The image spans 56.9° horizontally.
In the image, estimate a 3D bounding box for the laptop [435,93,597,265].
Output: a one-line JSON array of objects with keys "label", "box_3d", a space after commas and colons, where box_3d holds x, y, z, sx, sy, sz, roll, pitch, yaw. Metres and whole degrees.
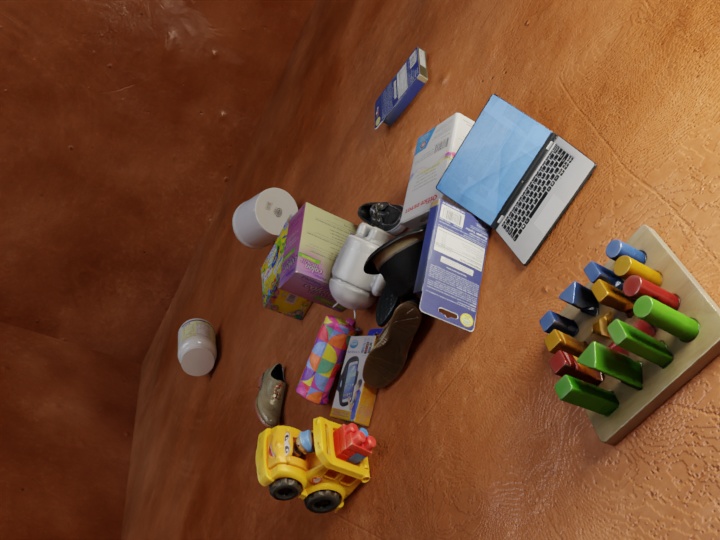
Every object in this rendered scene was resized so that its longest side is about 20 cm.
[{"label": "laptop", "box_3d": [0.242, -0.150, 1.077, 0.189, 0.115, 0.201, -59, 25, 21]}]

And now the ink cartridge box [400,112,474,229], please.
[{"label": "ink cartridge box", "box_3d": [0.163, -0.182, 1.308, 0.144, 0.084, 0.203, -21, 50, 59]}]

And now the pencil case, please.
[{"label": "pencil case", "box_3d": [-0.074, 0.201, 1.505, 0.203, 0.087, 0.088, -65, 24, 3]}]

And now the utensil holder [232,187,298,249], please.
[{"label": "utensil holder", "box_3d": [-0.317, -0.174, 2.227, 0.199, 0.168, 0.173, -16, 56, 57]}]

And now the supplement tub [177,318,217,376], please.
[{"label": "supplement tub", "box_3d": [-0.613, 0.288, 2.490, 0.146, 0.143, 0.201, -60, 25, 17]}]

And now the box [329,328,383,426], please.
[{"label": "box", "box_3d": [0.000, 0.215, 1.383, 0.119, 0.041, 0.203, -13, 61, 62]}]

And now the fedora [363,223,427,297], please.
[{"label": "fedora", "box_3d": [0.105, -0.009, 1.243, 0.200, 0.198, 0.093, -40, 66, 47]}]

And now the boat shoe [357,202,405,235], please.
[{"label": "boat shoe", "box_3d": [0.048, -0.130, 1.531, 0.071, 0.065, 0.200, -67, 24, 1]}]

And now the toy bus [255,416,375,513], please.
[{"label": "toy bus", "box_3d": [-0.071, 0.344, 1.249, 0.192, 0.198, 0.137, -44, 34, 29]}]

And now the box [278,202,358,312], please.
[{"label": "box", "box_3d": [-0.090, -0.031, 1.609, 0.097, 0.174, 0.203, -39, 38, 46]}]

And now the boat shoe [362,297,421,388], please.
[{"label": "boat shoe", "box_3d": [0.067, 0.139, 1.290, 0.202, 0.071, 0.072, -67, -8, 23]}]

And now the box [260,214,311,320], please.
[{"label": "box", "box_3d": [-0.181, -0.010, 1.851, 0.201, 0.121, 0.194, -57, 26, 24]}]

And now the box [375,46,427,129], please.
[{"label": "box", "box_3d": [0.102, -0.462, 1.713, 0.200, 0.032, 0.123, -44, 33, 40]}]

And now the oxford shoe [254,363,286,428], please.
[{"label": "oxford shoe", "box_3d": [-0.233, 0.326, 1.751, 0.075, 0.070, 0.201, -49, 31, 25]}]

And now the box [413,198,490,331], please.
[{"label": "box", "box_3d": [0.156, -0.007, 1.133, 0.032, 0.120, 0.203, -20, 52, 57]}]

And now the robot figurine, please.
[{"label": "robot figurine", "box_3d": [0.000, 0.000, 1.468, 0.169, 0.112, 0.203, 22, 91, 50]}]

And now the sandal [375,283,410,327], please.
[{"label": "sandal", "box_3d": [0.084, 0.032, 1.360, 0.075, 0.048, 0.202, -35, 28, 51]}]

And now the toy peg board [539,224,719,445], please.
[{"label": "toy peg board", "box_3d": [0.299, 0.062, 0.805, 0.201, 0.097, 0.201, -54, 28, 28]}]
